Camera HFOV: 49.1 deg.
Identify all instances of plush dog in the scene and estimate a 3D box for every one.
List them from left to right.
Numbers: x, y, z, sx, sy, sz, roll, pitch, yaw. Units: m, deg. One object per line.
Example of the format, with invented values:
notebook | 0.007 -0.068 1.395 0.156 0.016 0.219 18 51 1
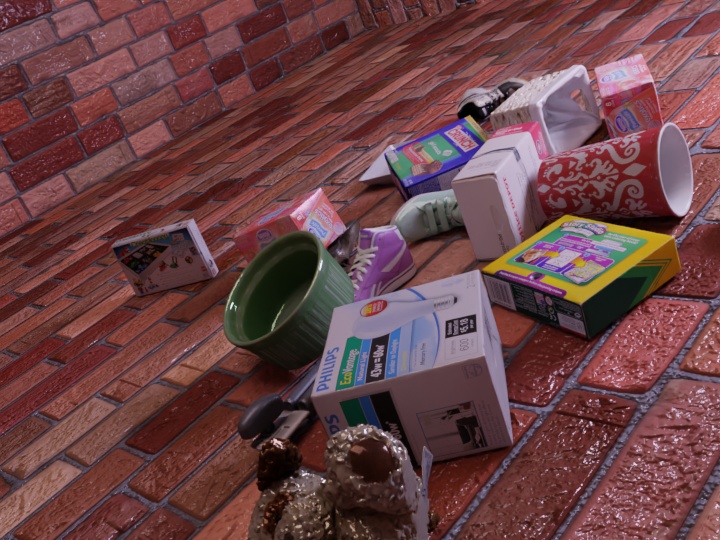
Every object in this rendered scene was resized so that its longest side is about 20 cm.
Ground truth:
plush dog | -0.025 0.239 0.734 0.169 0.203 0.160 -2 -5 19

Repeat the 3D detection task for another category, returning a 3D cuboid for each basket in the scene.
basket | 0.361 -0.294 1.539 0.123 0.137 0.200 -1 31 47

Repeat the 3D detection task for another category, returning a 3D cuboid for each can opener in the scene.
can opener | -0.079 0.166 1.038 0.052 0.067 0.200 -4 24 38

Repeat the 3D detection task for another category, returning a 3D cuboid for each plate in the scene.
plate | 0.118 -0.248 1.779 0.198 0.033 0.200 -8 27 31

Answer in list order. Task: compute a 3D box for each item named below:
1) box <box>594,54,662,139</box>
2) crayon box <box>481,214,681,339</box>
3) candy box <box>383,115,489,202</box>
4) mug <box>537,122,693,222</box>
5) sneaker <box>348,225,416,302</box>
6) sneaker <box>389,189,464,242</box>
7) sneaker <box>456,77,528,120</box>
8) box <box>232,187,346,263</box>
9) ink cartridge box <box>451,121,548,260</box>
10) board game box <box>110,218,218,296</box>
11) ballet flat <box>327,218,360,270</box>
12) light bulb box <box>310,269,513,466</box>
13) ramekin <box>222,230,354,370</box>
box | 0.504 -0.324 1.489 0.094 0.104 0.201 -13 26 19
crayon box | 0.291 0.001 1.061 0.171 0.059 0.199 -30 25 -20
candy box | 0.166 -0.210 1.571 0.198 0.078 0.170 -22 34 -1
mug | 0.393 -0.128 1.208 0.198 0.177 0.135 -6 64 42
sneaker | 0.000 0.000 1.254 0.072 0.115 0.200 5 37 44
sneaker | 0.151 -0.100 1.372 0.198 0.075 0.118 -23 17 -8
sneaker | 0.320 -0.397 1.889 0.198 0.076 0.088 -7 41 43
box | -0.137 -0.069 1.494 0.199 0.095 0.103 -16 23 49
ink cartridge box | 0.238 -0.129 1.273 0.084 0.146 0.200 -5 28 37
board game box | -0.411 -0.024 1.653 0.198 0.127 0.035 -13 25 21
ballet flat | -0.031 -0.045 1.474 0.067 0.046 0.200 -35 13 19
light bulb box | 0.064 0.118 0.928 0.198 0.126 0.199 -15 24 13
ramekin | -0.103 0.050 1.182 0.199 0.098 0.202 -29 38 26
